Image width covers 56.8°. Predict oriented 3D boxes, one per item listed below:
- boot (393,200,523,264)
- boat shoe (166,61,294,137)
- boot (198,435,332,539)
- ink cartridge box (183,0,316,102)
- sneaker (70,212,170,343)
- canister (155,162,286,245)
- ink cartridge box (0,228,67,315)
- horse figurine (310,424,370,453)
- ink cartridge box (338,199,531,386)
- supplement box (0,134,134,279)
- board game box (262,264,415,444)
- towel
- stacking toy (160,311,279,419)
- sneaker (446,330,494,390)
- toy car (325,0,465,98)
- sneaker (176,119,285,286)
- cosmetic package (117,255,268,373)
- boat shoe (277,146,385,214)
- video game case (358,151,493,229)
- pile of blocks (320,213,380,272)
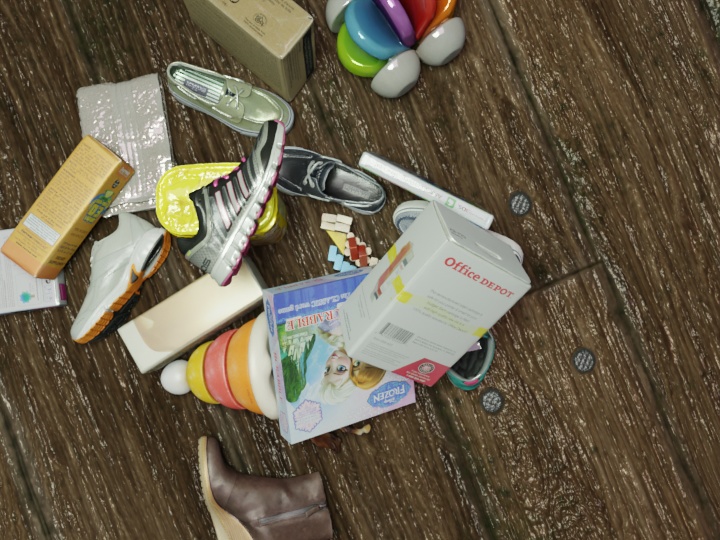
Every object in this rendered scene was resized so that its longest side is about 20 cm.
[{"bbox_3d":[0.128,-0.026,0.935,0.197,0.073,0.091,21,50,10],"label":"boot"},{"bbox_3d":[-0.194,-0.250,0.981,0.196,0.062,0.073,17,87,-1],"label":"boat shoe"},{"bbox_3d":[-0.139,0.317,0.961,0.163,0.072,0.204,-16,86,-14],"label":"boot"},{"bbox_3d":[-0.158,-0.351,0.935,0.199,0.165,0.075,39,85,1],"label":"ink cartridge box"},{"bbox_3d":[-0.364,0.008,0.968,0.091,0.076,0.202,32,80,8],"label":"sneaker"},{"bbox_3d":[-0.176,-0.081,0.903,0.145,0.200,0.089,-3,87,0],"label":"canister"},{"bbox_3d":[-0.539,0.006,0.975,0.196,0.042,0.122,-8,86,-4],"label":"ink cartridge box"},{"bbox_3d":[-0.045,0.165,0.950,0.130,0.050,0.204,6,89,-27],"label":"horse figurine"},{"bbox_3d":[0.088,0.034,0.821,0.144,0.084,0.200,24,121,-29],"label":"ink cartridge box"},{"bbox_3d":[-0.407,-0.087,0.934,0.068,0.067,0.202,34,87,1],"label":"supplement box"},{"bbox_3d":[-0.023,0.106,0.897,0.197,0.041,0.204,-13,104,-27],"label":"board game box"},{"bbox_3d":[-0.347,-0.185,0.990,0.130,0.034,0.204,-10,87,-2],"label":"towel"},{"bbox_3d":[-0.197,0.140,0.943,0.196,0.146,0.149,-7,87,15],"label":"stacking toy"},{"bbox_3d":[0.131,0.073,0.938,0.082,0.121,0.204,-18,86,-2],"label":"sneaker"},{"bbox_3d":[0.053,-0.364,0.946,0.198,0.150,0.176,-35,88,-2],"label":"toy car"},{"bbox_3d":[-0.150,-0.088,0.766,0.086,0.074,0.203,24,92,-6],"label":"sneaker"},{"bbox_3d":[-0.228,0.060,0.945,0.198,0.105,0.072,-32,88,-4],"label":"cosmetic package"},{"bbox_3d":[-0.057,-0.134,0.973,0.197,0.068,0.073,22,87,1],"label":"boat shoe"},{"bbox_3d":[0.089,-0.113,0.909,0.180,0.200,0.022,27,100,1],"label":"video game case"},{"bbox_3d":[0.000,0.000,0.970,0.082,0.062,0.201,-41,88,-3],"label":"pile of blocks"}]
